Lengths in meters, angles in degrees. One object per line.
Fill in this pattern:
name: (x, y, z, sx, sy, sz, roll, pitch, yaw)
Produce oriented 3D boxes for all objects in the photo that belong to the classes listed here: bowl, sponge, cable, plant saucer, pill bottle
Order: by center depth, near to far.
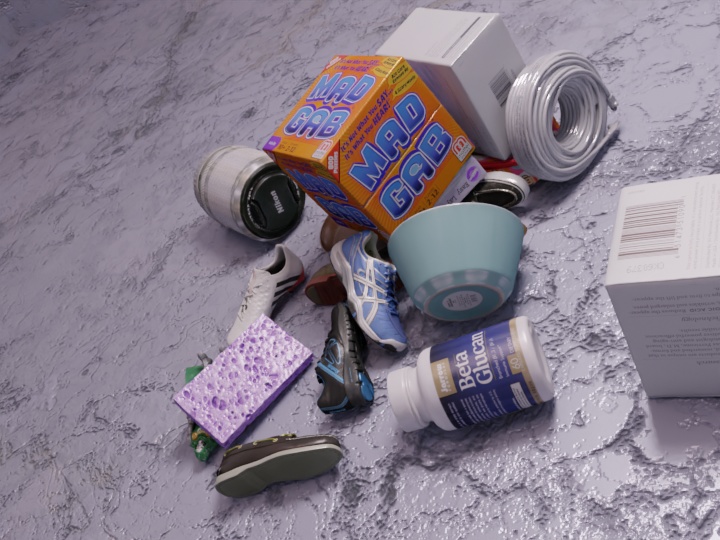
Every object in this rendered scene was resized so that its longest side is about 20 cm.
pill bottle: (0.139, 0.141, 1.116, 0.198, 0.111, 0.112, -21, 38, 16)
bowl: (0.142, 0.001, 1.231, 0.199, 0.201, 0.106, -17, 58, 20)
sponge: (-0.178, 0.167, 1.334, 0.111, 0.030, 0.200, 37, 65, 20)
cable: (0.309, -0.242, 1.349, 0.069, 0.200, 0.200, 15, 60, 50)
plant saucer: (0.022, -0.085, 1.523, 0.199, 0.032, 0.201, -20, 39, 17)

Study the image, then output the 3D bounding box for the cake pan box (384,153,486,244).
cake pan box: (0.092, -0.132, 1.421, 0.200, 0.052, 0.184, -47, 35, 1)

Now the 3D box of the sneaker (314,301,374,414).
sneaker: (-0.035, 0.127, 1.292, 0.081, 0.073, 0.201, -24, 37, 13)

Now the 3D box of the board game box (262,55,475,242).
board game box: (0.011, -0.190, 1.345, 0.201, 0.200, 0.199, -53, 33, -10)

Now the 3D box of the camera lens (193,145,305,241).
camera lens: (-0.213, -0.152, 1.662, 0.160, 0.161, 0.199, -46, 39, -18)

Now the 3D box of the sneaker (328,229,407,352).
sneaker: (0.022, 0.029, 1.298, 0.077, 0.076, 0.201, -35, 70, 22)

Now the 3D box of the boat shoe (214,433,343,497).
boat shoe: (-0.115, 0.258, 1.203, 0.200, 0.072, 0.061, -21, 42, 20)

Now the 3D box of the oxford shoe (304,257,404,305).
oxford shoe: (0.000, 0.000, 1.413, 0.198, 0.071, 0.074, -9, 40, 28)

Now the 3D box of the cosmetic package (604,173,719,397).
cosmetic package: (0.394, 0.020, 0.991, 0.164, 0.201, 0.166, -6, 44, 32)

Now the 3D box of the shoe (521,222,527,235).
shoe: (0.174, -0.053, 1.353, 0.199, 0.070, 0.054, 2, 67, 48)

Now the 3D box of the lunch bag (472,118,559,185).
lunch bag: (0.227, -0.200, 1.468, 0.199, 0.082, 0.177, 2, 52, 41)

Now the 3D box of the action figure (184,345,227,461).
action figure: (-0.239, 0.213, 1.365, 0.117, 0.055, 0.201, -18, 43, 14)

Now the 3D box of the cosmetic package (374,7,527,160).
cosmetic package: (0.161, -0.304, 1.395, 0.123, 0.200, 0.199, -48, 37, -11)

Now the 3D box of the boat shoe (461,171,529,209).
boat shoe: (0.181, -0.106, 1.405, 0.199, 0.071, 0.064, -9, 41, 40)

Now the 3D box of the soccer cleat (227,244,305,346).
soccer cleat: (-0.171, 0.043, 1.474, 0.068, 0.085, 0.200, 13, 56, 44)
